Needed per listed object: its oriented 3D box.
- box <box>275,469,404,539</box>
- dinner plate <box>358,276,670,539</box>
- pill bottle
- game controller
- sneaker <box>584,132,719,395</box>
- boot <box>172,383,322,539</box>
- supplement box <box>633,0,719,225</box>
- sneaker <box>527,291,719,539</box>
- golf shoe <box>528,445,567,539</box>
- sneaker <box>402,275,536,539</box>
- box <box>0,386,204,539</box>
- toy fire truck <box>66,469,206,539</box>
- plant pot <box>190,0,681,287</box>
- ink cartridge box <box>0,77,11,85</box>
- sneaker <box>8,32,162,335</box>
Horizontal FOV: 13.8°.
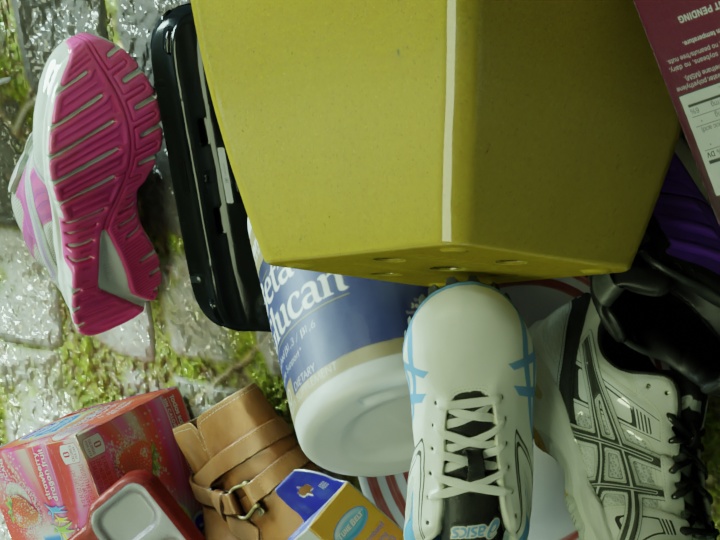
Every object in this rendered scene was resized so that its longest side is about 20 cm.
[{"bbox_3d":[0.025,0.190,1.632,0.200,0.042,0.119,40,159,1],"label":"box"},{"bbox_3d":[0.084,0.080,1.622,0.199,0.024,0.201,-5,81,32],"label":"dinner plate"},{"bbox_3d":[0.000,0.000,1.607,0.111,0.111,0.201,-49,45,43],"label":"pill bottle"},{"bbox_3d":[-0.066,-0.058,1.741,0.104,0.042,0.201,-1,108,28],"label":"game controller"},{"bbox_3d":[0.143,-0.012,1.514,0.200,0.099,0.070,45,130,18],"label":"sneaker"},{"bbox_3d":[-0.032,0.137,1.764,0.200,0.074,0.155,-24,86,43],"label":"boot"},{"bbox_3d":[0.194,-0.137,1.407,0.085,0.110,0.201,-18,95,45],"label":"supplement box"},{"bbox_3d":[0.147,0.095,1.521,0.088,0.076,0.200,-41,64,21],"label":"sneaker"},{"bbox_3d":[0.135,0.181,1.625,0.200,0.072,0.092,45,131,20],"label":"golf shoe"},{"bbox_3d":[0.057,0.095,1.504,0.073,0.072,0.201,-107,13,-57],"label":"sneaker"},{"bbox_3d":[-0.143,0.186,1.868,0.102,0.095,0.201,-15,97,44],"label":"box"},{"bbox_3d":[-0.128,0.241,1.758,0.168,0.112,0.200,-40,87,8],"label":"toy fire truck"},{"bbox_3d":[0.043,-0.087,1.467,0.199,0.200,0.177,-4,81,44],"label":"plant pot"},{"bbox_3d":[-0.331,-0.132,1.893,0.199,0.115,0.068,0,108,42],"label":"ink cartridge box"},{"bbox_3d":[-0.175,-0.060,1.794,0.088,0.081,0.201,40,139,38],"label":"sneaker"}]
